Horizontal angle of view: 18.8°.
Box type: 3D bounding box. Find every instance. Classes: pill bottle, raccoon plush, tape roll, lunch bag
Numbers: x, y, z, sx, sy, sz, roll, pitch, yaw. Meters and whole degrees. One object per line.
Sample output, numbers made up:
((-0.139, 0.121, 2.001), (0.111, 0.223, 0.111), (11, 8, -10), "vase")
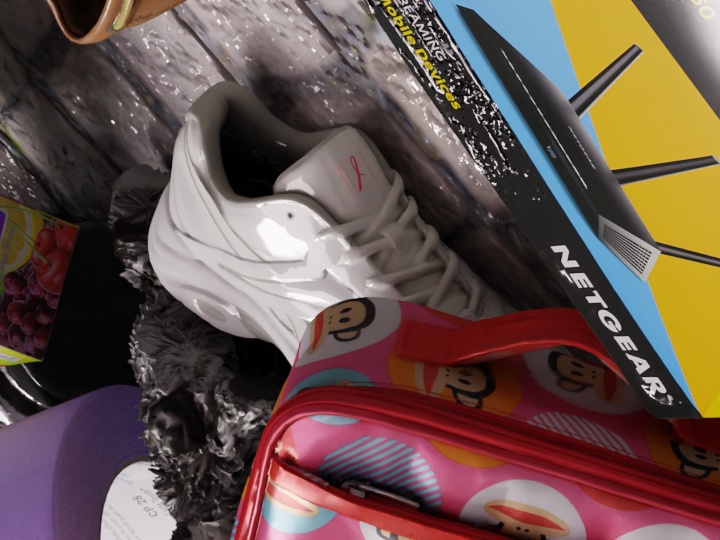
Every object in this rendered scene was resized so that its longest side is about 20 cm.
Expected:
((-0.155, 0.036, 1.051), (0.112, 0.112, 0.200), (50, 156, -8), "pill bottle")
((-0.054, 0.062, 0.905), (0.201, 0.096, 0.135), (-107, 20, -53), "raccoon plush")
((-0.098, 0.153, 0.917), (0.065, 0.201, 0.201), (-20, 119, 19), "tape roll")
((0.058, 0.092, 0.737), (0.198, 0.082, 0.177), (16, 125, 2), "lunch bag")

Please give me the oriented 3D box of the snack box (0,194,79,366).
((-0.247, -0.015, 0.911), (0.199, 0.068, 0.168), (25, 159, -31), "snack box")

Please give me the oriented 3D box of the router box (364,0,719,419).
((0.086, -0.051, 0.598), (0.201, 0.051, 0.149), (54, 153, -15), "router box")

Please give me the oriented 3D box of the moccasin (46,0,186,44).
((-0.093, -0.152, 0.703), (0.073, 0.078, 0.202), (38, 154, 18), "moccasin")

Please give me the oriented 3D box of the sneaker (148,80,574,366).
((0.000, 0.000, 0.795), (0.199, 0.078, 0.100), (30, 141, 22), "sneaker")
